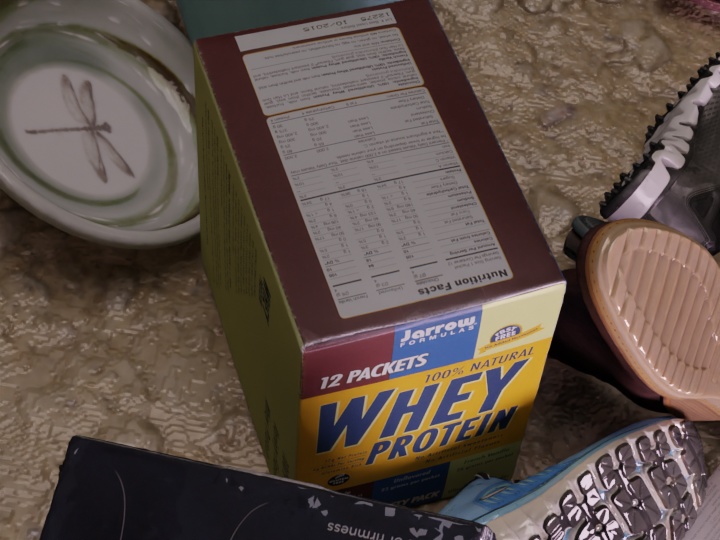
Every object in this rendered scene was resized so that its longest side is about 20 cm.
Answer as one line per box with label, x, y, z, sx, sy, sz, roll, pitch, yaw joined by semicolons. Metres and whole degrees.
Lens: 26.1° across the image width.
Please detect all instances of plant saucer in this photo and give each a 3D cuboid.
plant saucer;-0.170;-0.091;0.962;0.200;0.050;0.200;22;48;-27

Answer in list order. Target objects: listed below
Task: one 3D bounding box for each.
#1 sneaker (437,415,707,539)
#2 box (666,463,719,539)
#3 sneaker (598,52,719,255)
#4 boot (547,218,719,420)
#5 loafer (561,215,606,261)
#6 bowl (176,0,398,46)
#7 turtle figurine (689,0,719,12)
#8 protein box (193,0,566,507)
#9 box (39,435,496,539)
sneaker;0.091;0.126;0.829;0.200;0.079;0.090;-25;27;-11
box;0.171;0.168;0.839;0.041;0.039;0.200;35;58;18
sneaker;0.228;-0.069;1.007;0.090;0.066;0.200;40;47;0
boot;0.120;0.023;0.826;0.166;0.200;0.072;15;74;43
loafer;0.194;0.043;0.920;0.200;0.063;0.072;37;20;23
bowl;-0.038;-0.182;1.010;0.200;0.105;0.201;3;22;-1
turtle figurine;0.323;-0.237;1.089;0.200;0.144;0.194;-27;65;-19
protein box;0.000;0.000;0.846;0.135;0.199;0.200;-13;56;-13
box;-0.053;0.200;0.698;0.200;0.124;0.197;11;70;12
